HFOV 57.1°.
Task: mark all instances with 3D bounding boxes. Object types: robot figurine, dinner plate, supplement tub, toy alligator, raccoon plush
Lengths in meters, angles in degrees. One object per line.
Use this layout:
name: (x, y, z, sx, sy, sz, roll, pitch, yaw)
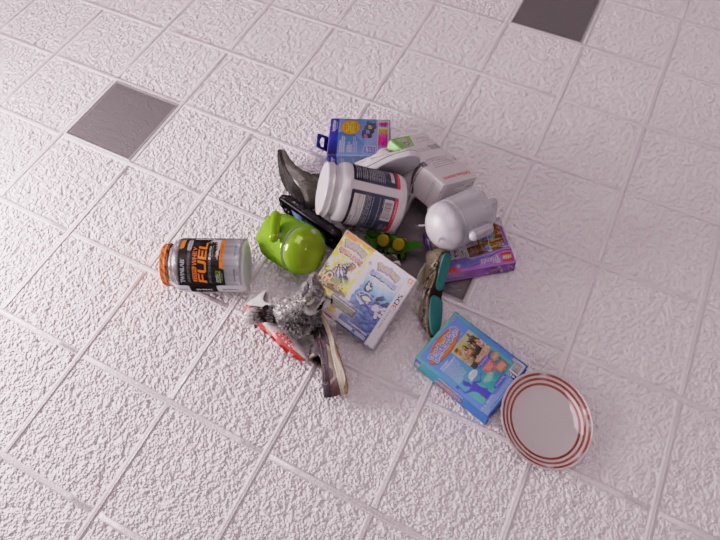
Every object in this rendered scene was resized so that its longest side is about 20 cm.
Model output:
robot figurine: (-0.160, -0.061, 1.544, 0.198, 0.175, 0.117, 27, 83, 44)
dinner plate: (0.379, 0.306, 1.351, 0.195, 0.024, 0.205, 4, 62, -7)
robot figurine: (0.229, -0.118, 1.531, 0.197, 0.115, 0.169, -24, 37, -29)
supplement tub: (0.001, -0.175, 1.570, 0.195, 0.141, 0.143, 11, 55, -16)
supplement tub: (-0.357, -0.013, 1.533, 0.194, 0.124, 0.125, 0, 56, 2)
toy alligator: (0.050, -0.064, 1.600, 0.195, 0.059, 0.056, 15, 98, 11)
raccoon plush: (-0.155, 0.076, 1.383, 0.195, 0.135, 0.099, -12, 58, -5)

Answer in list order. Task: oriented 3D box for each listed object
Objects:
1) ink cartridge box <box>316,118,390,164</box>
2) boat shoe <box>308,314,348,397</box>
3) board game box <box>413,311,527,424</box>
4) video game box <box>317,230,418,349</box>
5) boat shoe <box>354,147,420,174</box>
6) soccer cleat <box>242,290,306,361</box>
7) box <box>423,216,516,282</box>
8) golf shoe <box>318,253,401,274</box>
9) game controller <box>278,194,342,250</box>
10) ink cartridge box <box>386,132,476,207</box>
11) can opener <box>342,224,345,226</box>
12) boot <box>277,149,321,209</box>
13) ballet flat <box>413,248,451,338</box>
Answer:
ink cartridge box: (-0.018, -0.330, 1.760, 0.194, 0.077, 0.139, 1, 57, 4)
boat shoe: (-0.082, 0.180, 1.432, 0.063, 0.072, 0.203, -15, 63, -14)
board game box: (0.235, 0.205, 1.421, 0.199, 0.045, 0.152, 38, 66, 22)
video game box: (0.001, 0.043, 1.473, 0.198, 0.047, 0.184, 34, 87, 10)
boat shoe: (0.060, -0.266, 1.623, 0.197, 0.071, 0.067, -19, 62, 40)
soccer cleat: (-0.179, 0.122, 1.473, 0.199, 0.069, 0.085, 37, 76, 28)
box: (0.259, -0.050, 1.590, 0.195, 0.039, 0.139, -9, 56, -4)
golf shoe: (0.000, 0.000, 1.556, 0.194, 0.079, 0.095, 0, 34, 4)
game controller: (-0.117, -0.111, 1.601, 0.198, 0.105, 0.042, 36, 67, 22)
ink cartridge box: (0.171, -0.251, 1.666, 0.144, 0.085, 0.200, -20, 54, -43)
can opener: (0.023, -0.181, 1.680, 0.199, 0.066, 0.053, -38, 102, -19)
boot: (-0.134, -0.240, 1.718, 0.128, 0.068, 0.203, -19, 66, -16)
ballet flat: (0.157, 0.051, 1.504, 0.074, 0.067, 0.205, 1, 76, 39)
